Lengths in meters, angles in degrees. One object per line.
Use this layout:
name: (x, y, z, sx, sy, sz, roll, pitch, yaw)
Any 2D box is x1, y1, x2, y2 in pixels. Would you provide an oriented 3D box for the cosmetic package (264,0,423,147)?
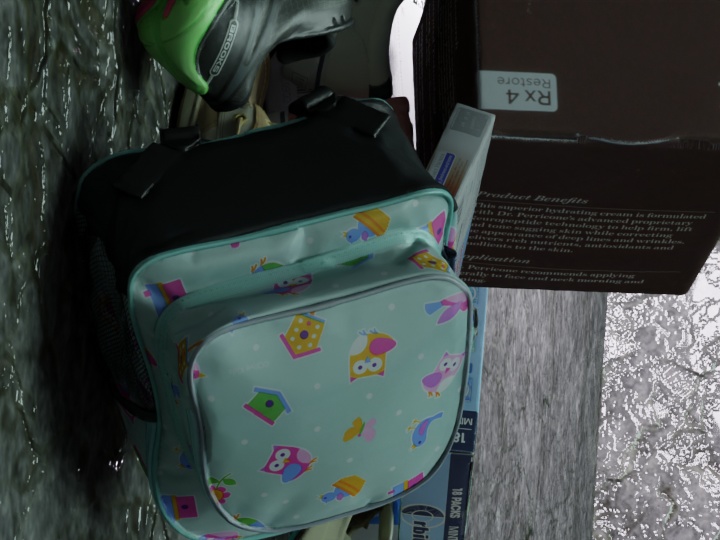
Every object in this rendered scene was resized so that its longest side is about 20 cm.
cosmetic package: (-0.002, -0.111, 1.804, 0.200, 0.081, 0.113, -2, 88, -78)

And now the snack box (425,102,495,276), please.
snack box: (0.034, 0.009, 1.512, 0.200, 0.024, 0.072, 101, 9, -46)

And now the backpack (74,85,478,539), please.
backpack: (-0.035, 0.038, 1.390, 0.200, 0.175, 0.153, 92, -24, -47)

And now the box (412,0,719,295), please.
box: (0.125, -0.100, 1.648, 0.200, 0.165, 0.165, 110, -19, -64)

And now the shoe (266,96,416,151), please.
shoe: (0.000, 0.000, 1.585, 0.072, 0.091, 0.201, 72, 9, -68)

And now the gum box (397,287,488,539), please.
gum box: (0.052, 0.071, 1.814, 0.170, 0.044, 0.200, 93, 1, -56)

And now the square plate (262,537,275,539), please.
square plate: (-0.017, 0.053, 1.746, 0.198, 0.028, 0.200, -68, -177, -63)

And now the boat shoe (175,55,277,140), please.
boat shoe: (-0.063, -0.043, 1.536, 0.074, 0.069, 0.200, 80, 16, -49)

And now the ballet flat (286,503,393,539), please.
ballet flat: (-0.017, 0.164, 1.724, 0.200, 0.069, 0.070, -65, 154, -58)

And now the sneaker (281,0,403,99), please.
sneaker: (0.016, -0.191, 1.631, 0.073, 0.071, 0.201, -98, -155, -85)

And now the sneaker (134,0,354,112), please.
sneaker: (-0.036, -0.154, 1.497, 0.200, 0.077, 0.084, -46, 116, -30)

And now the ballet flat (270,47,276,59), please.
ballet flat: (-0.050, -0.193, 1.681, 0.067, 0.057, 0.200, 110, -4, -58)

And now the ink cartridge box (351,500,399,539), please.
ink cartridge box: (0.011, 0.176, 1.964, 0.116, 0.067, 0.200, -73, 161, -52)
